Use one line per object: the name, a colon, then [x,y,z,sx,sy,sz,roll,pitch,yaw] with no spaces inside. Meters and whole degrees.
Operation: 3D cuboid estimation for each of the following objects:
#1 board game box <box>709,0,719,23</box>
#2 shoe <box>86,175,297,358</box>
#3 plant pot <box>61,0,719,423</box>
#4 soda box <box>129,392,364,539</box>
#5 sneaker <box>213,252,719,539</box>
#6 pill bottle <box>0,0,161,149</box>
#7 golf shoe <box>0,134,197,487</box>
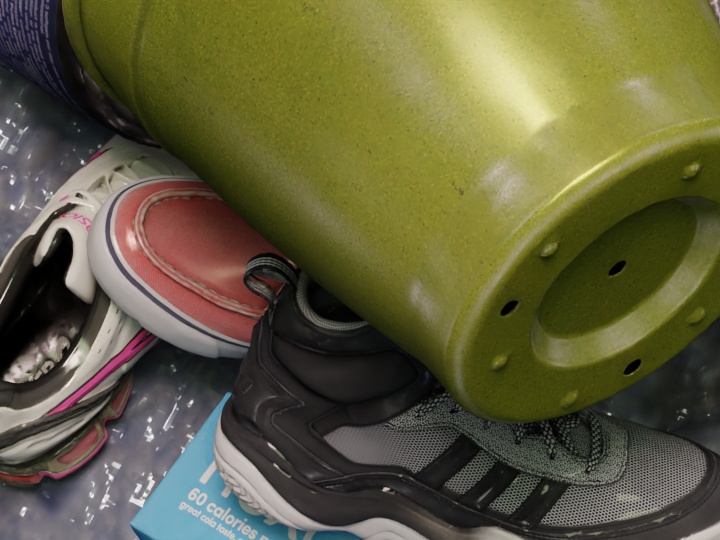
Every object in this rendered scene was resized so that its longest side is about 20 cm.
board game box: [0.175,-0.058,1.007,0.199,0.159,0.097,-4,71,-26]
shoe: [0.000,0.000,1.043,0.199,0.091,0.072,20,63,-20]
plant pot: [0.034,-0.060,0.879,0.200,0.201,0.193,-30,59,-10]
soda box: [0.013,0.130,1.023,0.200,0.064,0.068,29,72,28]
sneaker: [0.046,0.046,0.971,0.199,0.114,0.076,9,39,5]
pill bottle: [-0.089,-0.114,1.066,0.112,0.112,0.200,-43,42,-14]
golf shoe: [-0.094,-0.008,1.085,0.072,0.092,0.200,27,71,12]
